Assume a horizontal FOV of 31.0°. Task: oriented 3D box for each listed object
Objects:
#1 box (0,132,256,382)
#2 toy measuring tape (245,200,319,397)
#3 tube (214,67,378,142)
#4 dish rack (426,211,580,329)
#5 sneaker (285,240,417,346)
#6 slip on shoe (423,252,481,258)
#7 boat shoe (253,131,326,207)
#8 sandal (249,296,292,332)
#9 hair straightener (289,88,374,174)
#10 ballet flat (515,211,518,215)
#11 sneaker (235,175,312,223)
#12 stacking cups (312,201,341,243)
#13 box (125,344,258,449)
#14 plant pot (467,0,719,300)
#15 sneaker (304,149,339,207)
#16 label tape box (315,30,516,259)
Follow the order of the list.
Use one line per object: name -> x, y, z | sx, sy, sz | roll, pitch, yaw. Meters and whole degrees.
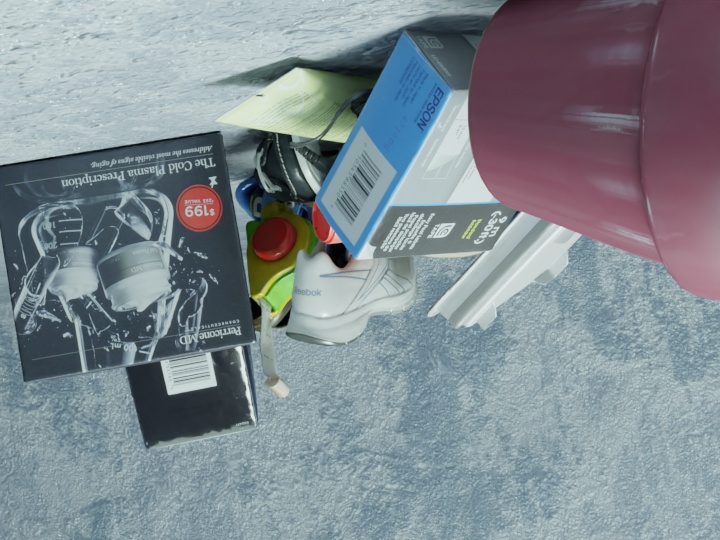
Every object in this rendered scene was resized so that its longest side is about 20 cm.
box -> -0.201, -0.009, 1.131 | 0.198, 0.184, 0.104 | -10, 179, -6
toy measuring tape -> -0.061, 0.015, 1.159 | 0.073, 0.201, 0.074 | -6, 143, -5
tube -> -0.014, -0.118, 0.937 | 0.052, 0.058, 0.199 | 31, -162, 30
dish rack -> 0.154, -0.028, 1.055 | 0.171, 0.044, 0.200 | -30, 164, -44
sneaker -> 0.000, 0.000, 1.147 | 0.074, 0.088, 0.200 | 7, -161, 21
slip on shoe -> 0.110, -0.049, 1.211 | 0.198, 0.077, 0.061 | -14, 162, -21
boat shoe -> -0.063, -0.088, 1.138 | 0.060, 0.076, 0.200 | -15, 178, 2
sandal -> -0.072, 0.025, 1.297 | 0.082, 0.054, 0.200 | -51, -171, 6
hair straightener -> 0.031, -0.119, 0.920 | 0.199, 0.078, 0.041 | -20, -140, -36
ballet flat -> 0.147, -0.081, 1.088 | 0.200, 0.068, 0.067 | -45, 145, -2
sneaker -> -0.075, -0.059, 1.425 | 0.082, 0.075, 0.200 | 7, -168, -28
stacking cups -> 0.053, -0.056, 1.118 | 0.198, 0.061, 0.060 | -5, 177, -24
box -> -0.180, 0.034, 1.318 | 0.122, 0.202, 0.199 | -10, -150, -5
plant pot -> 0.166, -0.090, 0.718 | 0.178, 0.202, 0.199 | 10, -169, 38
sneaker -> -0.010, -0.107, 1.370 | 0.075, 0.071, 0.199 | 19, -164, 29
label tape box -> 0.085, -0.083, 0.893 | 0.199, 0.066, 0.144 | -3, 135, -40
